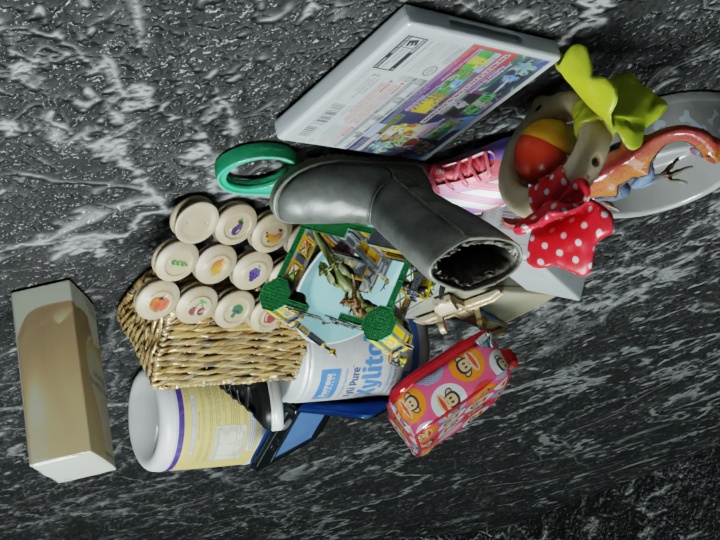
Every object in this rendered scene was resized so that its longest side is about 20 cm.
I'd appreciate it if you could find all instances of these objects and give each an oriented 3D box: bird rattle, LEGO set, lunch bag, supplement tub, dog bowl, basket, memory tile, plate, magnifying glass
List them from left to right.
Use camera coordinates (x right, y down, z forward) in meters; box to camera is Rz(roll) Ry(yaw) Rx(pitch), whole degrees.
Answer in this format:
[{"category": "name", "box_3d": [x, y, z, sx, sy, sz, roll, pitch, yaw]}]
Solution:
[{"category": "supplement tub", "box_3d": [-0.209, 0.201, 1.800, 0.199, 0.146, 0.145, 1, 157, -31]}, {"category": "basket", "box_3d": [-0.168, 0.038, 1.507, 0.199, 0.149, 0.144, -1, 124, -29]}, {"category": "memory tile", "box_3d": [-0.134, -0.003, 1.368, 0.199, 0.017, 0.154, 9, 118, -42]}, {"category": "magnifying glass", "box_3d": [-0.066, -0.087, 1.292, 0.079, 0.023, 0.199, -25, 158, 31]}, {"category": "supplement tub", "box_3d": [-0.023, 0.100, 1.663, 0.199, 0.133, 0.132, -3, 158, -28]}, {"category": "plate", "box_3d": [0.000, 0.000, 1.467, 0.199, 0.026, 0.201, -29, 144, -23]}, {"category": "LEGO set", "box_3d": [0.009, 0.022, 1.313, 0.199, 0.155, 0.116, 5, 159, 32]}, {"category": "lunch bag", "box_3d": [0.122, 0.150, 1.617, 0.175, 0.082, 0.200, -32, 165, -9]}, {"category": "bird rattle", "box_3d": [0.189, -0.097, 1.187, 0.112, 0.201, 0.163, 19, 179, -27]}, {"category": "dog bowl", "box_3d": [0.319, -0.118, 1.390, 0.198, 0.059, 0.200, -11, 161, -4]}]

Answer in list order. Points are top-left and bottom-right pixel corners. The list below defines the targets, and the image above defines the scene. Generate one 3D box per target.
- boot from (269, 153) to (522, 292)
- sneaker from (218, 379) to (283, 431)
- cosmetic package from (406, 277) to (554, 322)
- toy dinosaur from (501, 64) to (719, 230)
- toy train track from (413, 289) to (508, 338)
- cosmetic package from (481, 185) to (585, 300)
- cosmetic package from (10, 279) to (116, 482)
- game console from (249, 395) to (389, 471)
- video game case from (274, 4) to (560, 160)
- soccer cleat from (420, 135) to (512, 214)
[{"category": "boot", "box_3d": [0.028, -0.040, 1.196, 0.180, 0.200, 0.073, -13, 128, -17]}, {"category": "sneaker", "box_3d": [-0.166, 0.134, 1.583, 0.111, 0.200, 0.074, -9, 126, -15]}, {"category": "cosmetic package", "box_3d": [0.138, 0.013, 1.612, 0.199, 0.074, 0.103, 2, 156, -38]}, {"category": "toy dinosaur", "box_3d": [0.258, -0.091, 1.232, 0.200, 0.105, 0.181, -47, -173, -11]}, {"category": "toy train track", "box_3d": [0.141, 0.066, 1.601, 0.114, 0.033, 0.200, -21, 160, 21]}, {"category": "cosmetic package", "box_3d": [0.199, -0.041, 1.435, 0.071, 0.102, 0.200, 10, 170, 26]}, {"category": "cosmetic package", "box_3d": [-0.330, 0.124, 1.436, 0.071, 0.201, 0.105, -13, 161, 1]}, {"category": "game console", "box_3d": [-0.030, 0.208, 1.740, 0.171, 0.118, 0.200, -61, 162, 19]}, {"category": "video game case", "box_3d": [0.049, -0.162, 1.159, 0.181, 0.023, 0.200, 4, 153, -39]}, {"category": "soccer cleat", "box_3d": [0.092, -0.091, 1.325, 0.199, 0.067, 0.076, -24, 144, 26]}]
